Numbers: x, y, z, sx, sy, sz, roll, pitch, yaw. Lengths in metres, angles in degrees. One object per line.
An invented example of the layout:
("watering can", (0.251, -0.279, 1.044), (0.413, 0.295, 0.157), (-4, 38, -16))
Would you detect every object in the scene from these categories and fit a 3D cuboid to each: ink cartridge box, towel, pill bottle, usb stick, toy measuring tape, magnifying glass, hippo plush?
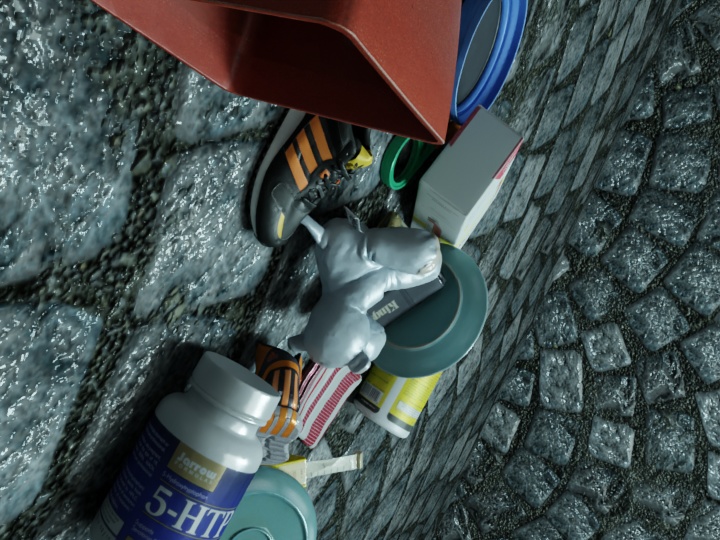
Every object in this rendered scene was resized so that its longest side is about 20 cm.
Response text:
("ink cartridge box", (0.146, -0.115, 1.024), (0.146, 0.083, 0.201), (-53, 170, -15))
("towel", (-0.054, 0.187, 1.071), (0.145, 0.022, 0.201), (-54, 157, -18))
("pill bottle", (0.080, 0.174, 1.234), (0.203, 0.113, 0.114), (-60, 158, -4))
("usb stick", (0.025, 0.052, 0.956), (0.197, 0.033, 0.056), (-34, 126, 7))
("pill bottle", (-0.165, 0.191, 0.696), (0.204, 0.118, 0.120), (-61, 158, -3))
("toy measuring tape", (-0.094, 0.261, 0.951), (0.195, 0.074, 0.075), (-4, 125, -30))
("magnifying glass", (0.086, -0.171, 0.975), (0.199, 0.022, 0.081), (-35, 145, -46))
("hippo plush", (0.006, 0.032, 0.794), (0.200, 0.155, 0.166), (27, 72, -70))

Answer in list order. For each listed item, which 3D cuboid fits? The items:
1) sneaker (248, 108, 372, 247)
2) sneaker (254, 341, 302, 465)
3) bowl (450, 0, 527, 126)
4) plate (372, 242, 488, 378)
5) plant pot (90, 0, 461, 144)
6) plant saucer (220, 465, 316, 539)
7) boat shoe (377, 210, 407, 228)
("sneaker", (-0.036, -0.106, 0.678), (0.204, 0.089, 0.070), (-65, 158, 6))
("sneaker", (-0.106, 0.156, 0.842), (0.200, 0.076, 0.115), (131, -31, -51))
("bowl", (0.165, -0.300, 0.973), (0.201, 0.039, 0.204), (-48, 154, -32))
("plate", (0.079, 0.047, 0.980), (0.203, 0.197, 0.026), (-58, 144, -9))
("plant pot", (-0.033, -0.213, 0.448), (0.199, 0.195, 0.181), (16, 91, -68))
("plant saucer", (-0.141, 0.346, 0.883), (0.195, 0.027, 0.207), (-5, 101, -24))
("boat shoe", (0.002, -0.001, 0.938), (0.200, 0.064, 0.073), (-43, -165, -31))
